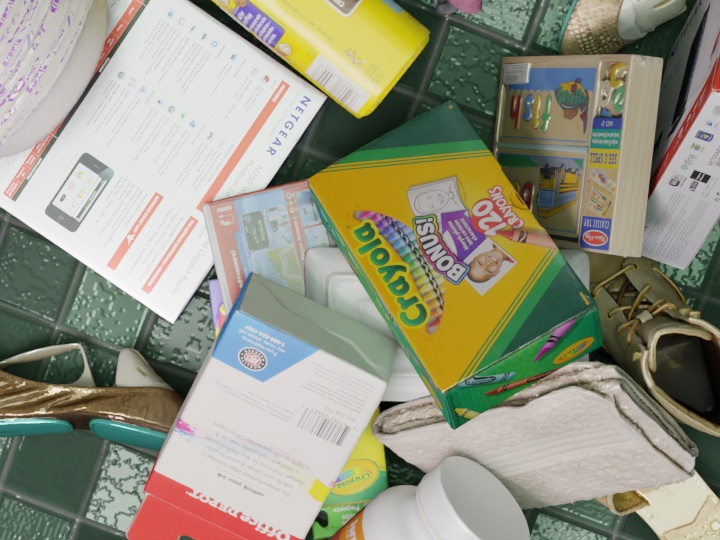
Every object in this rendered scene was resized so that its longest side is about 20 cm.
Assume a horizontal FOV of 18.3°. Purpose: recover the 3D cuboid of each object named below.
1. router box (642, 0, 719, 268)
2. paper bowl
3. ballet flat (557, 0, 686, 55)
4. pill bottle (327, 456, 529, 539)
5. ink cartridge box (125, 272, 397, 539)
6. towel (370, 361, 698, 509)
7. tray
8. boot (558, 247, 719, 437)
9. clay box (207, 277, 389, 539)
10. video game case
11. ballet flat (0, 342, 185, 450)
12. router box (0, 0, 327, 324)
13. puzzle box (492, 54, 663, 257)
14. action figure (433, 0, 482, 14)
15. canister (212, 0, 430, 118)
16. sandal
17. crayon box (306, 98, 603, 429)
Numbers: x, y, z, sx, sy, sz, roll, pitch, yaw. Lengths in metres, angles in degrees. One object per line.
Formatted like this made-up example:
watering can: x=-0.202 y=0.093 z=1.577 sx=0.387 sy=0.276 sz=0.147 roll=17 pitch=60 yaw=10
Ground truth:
router box: x=0.242 y=-0.127 z=1.497 sx=0.049 sy=0.200 sz=0.180 roll=19 pitch=58 yaw=-1
paper bowl: x=-0.252 y=-0.159 z=1.537 sx=0.104 sy=0.201 sz=0.201 roll=33 pitch=92 yaw=-34
ballet flat: x=0.214 y=-0.222 z=1.591 sx=0.065 sy=0.070 sz=0.200 roll=32 pitch=94 yaw=34
pill bottle: x=0.021 y=0.222 z=1.562 sx=0.112 sy=0.112 sz=0.200 roll=44 pitch=115 yaw=-2
ink cartridge box: x=-0.070 y=0.117 z=1.539 sx=0.116 sy=0.067 sz=0.200 roll=26 pitch=115 yaw=-6
towel: x=0.123 y=0.122 z=1.551 sx=0.200 sy=0.035 sz=0.133 roll=-16 pitch=137 yaw=35
tray: x=0.058 y=0.038 z=1.549 sx=0.199 sy=0.022 sz=0.108 roll=0 pitch=90 yaw=8
boot: x=0.195 y=0.030 z=1.564 sx=0.073 sy=0.155 sz=0.200 roll=-35 pitch=92 yaw=1
clay box: x=-0.043 y=0.098 z=1.618 sx=0.115 sy=0.048 sz=0.201 roll=-7 pitch=91 yaw=-2
video game case: x=0.000 y=0.000 z=1.586 sx=0.199 sy=0.017 sz=0.143 roll=-13 pitch=92 yaw=-6
ballet flat: x=-0.196 y=0.090 z=1.617 sx=0.199 sy=0.068 sz=0.073 roll=5 pitch=74 yaw=3
router box: x=-0.151 y=-0.093 z=1.608 sx=0.179 sy=0.049 sz=0.200 roll=35 pitch=92 yaw=-2
puzzle box: x=0.143 y=-0.081 z=1.540 sx=0.025 sy=0.200 sz=0.133 roll=5 pitch=92 yaw=-22
action figure: x=0.071 y=-0.256 z=1.561 sx=0.200 sy=0.149 sz=0.134 roll=23 pitch=86 yaw=12
canister: x=-0.052 y=-0.197 z=1.557 sx=0.200 sy=0.149 sz=0.087 roll=39 pitch=92 yaw=-4
sandal: x=0.202 y=0.146 z=1.613 sx=0.212 sy=0.070 sz=0.078 roll=43 pitch=92 yaw=-2
crayon box: x=0.062 y=-0.006 z=1.505 sx=0.119 sy=0.058 sz=0.200 roll=-29 pitch=59 yaw=-6
